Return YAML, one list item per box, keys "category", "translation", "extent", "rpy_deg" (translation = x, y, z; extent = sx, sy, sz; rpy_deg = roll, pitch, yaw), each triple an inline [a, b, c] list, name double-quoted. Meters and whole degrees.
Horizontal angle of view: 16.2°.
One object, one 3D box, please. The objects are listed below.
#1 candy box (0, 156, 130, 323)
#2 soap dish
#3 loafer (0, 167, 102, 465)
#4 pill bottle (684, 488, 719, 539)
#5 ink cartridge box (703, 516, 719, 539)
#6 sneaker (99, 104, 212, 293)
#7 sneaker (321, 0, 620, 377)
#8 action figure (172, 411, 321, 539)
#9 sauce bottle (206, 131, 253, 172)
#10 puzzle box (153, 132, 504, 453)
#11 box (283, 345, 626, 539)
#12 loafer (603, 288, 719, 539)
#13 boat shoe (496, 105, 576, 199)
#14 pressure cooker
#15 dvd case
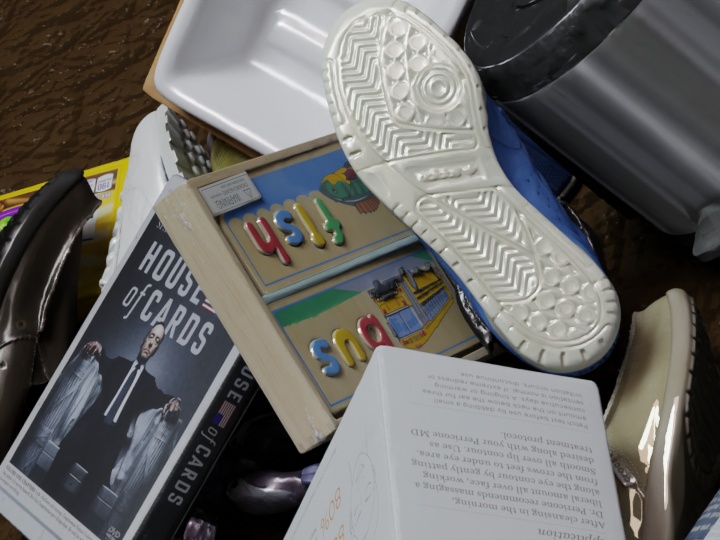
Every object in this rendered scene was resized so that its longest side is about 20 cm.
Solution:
- category: "candy box"
  translation: [-0.220, 0.002, 1.485]
  extent: [0.200, 0.026, 0.102]
  rpy_deg: [-16, 49, 19]
- category: "soap dish"
  translation: [-0.006, -0.147, 1.335]
  extent: [0.157, 0.081, 0.200]
  rpy_deg: [30, 107, 13]
- category: "loafer"
  translation: [-0.187, 0.039, 1.396]
  extent: [0.200, 0.071, 0.073]
  rpy_deg: [-66, 13, -14]
- category: "pill bottle"
  translation: [0.212, 0.104, 1.051]
  extent: [0.119, 0.120, 0.200]
  rpy_deg: [20, 65, 42]
- category: "ink cartridge box"
  translation: [0.213, 0.149, 0.960]
  extent: [0.200, 0.198, 0.047]
  rpy_deg: [-51, 16, -20]
- category: "sneaker"
  translation: [-0.110, -0.014, 1.400]
  extent: [0.080, 0.076, 0.200]
  rpy_deg: [-32, 40, 16]
- category: "sneaker"
  translation: [0.053, -0.033, 1.193]
  extent: [0.077, 0.111, 0.200]
  rpy_deg: [-38, 80, 0]
- category: "action figure"
  translation: [-0.056, 0.098, 1.263]
  extent: [0.200, 0.069, 0.130]
  rpy_deg: [-18, 56, 26]
- category: "sauce bottle"
  translation: [-0.035, -0.016, 1.357]
  extent: [0.065, 0.065, 0.200]
  rpy_deg: [-27, 42, 8]
- category: "puzzle box"
  translation: [0.000, 0.000, 1.202]
  extent: [0.025, 0.133, 0.200]
  rpy_deg: [-35, -7, 34]
- category: "box"
  translation: [0.039, 0.160, 1.065]
  extent: [0.106, 0.152, 0.200]
  rpy_deg: [10, 45, -16]
- category: "loafer"
  translation: [0.123, 0.094, 1.150]
  extent: [0.068, 0.076, 0.200]
  rpy_deg: [-4, 50, 21]
- category: "boat shoe"
  translation: [0.088, -0.100, 1.362]
  extent: [0.072, 0.072, 0.200]
  rpy_deg: [-7, 52, 54]
- category: "pressure cooker"
  translation: [0.172, -0.103, 1.220]
  extent: [0.176, 0.200, 0.179]
  rpy_deg: [-54, 18, 3]
- category: "dvd case"
  translation: [-0.105, 0.057, 1.278]
  extent: [0.200, 0.025, 0.150]
  rpy_deg: [-60, 34, -1]
